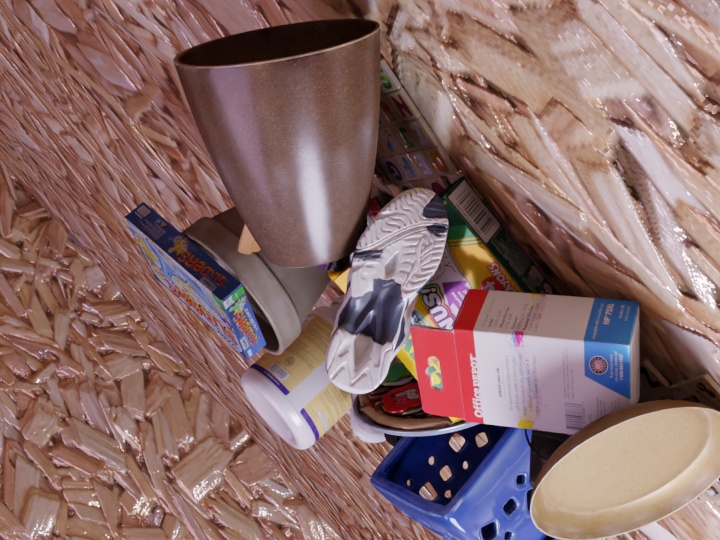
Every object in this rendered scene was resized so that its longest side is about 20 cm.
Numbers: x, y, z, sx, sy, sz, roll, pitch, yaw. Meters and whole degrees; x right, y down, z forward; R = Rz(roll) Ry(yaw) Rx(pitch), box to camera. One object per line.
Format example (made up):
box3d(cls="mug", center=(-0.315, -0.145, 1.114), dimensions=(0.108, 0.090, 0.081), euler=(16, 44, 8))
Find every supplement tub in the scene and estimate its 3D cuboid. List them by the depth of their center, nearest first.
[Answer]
box3d(cls="supplement tub", center=(-0.058, 0.144, 1.530), dimensions=(0.145, 0.200, 0.146), euler=(42, 160, 19))

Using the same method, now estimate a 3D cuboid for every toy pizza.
box3d(cls="toy pizza", center=(0.087, 0.132, 1.209), dimensions=(0.200, 0.199, 0.032), euler=(16, 123, 58))

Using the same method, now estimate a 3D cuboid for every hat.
box3d(cls="hat", center=(0.219, 0.198, 1.070), dimensions=(0.199, 0.081, 0.201), euler=(18, 176, 1))

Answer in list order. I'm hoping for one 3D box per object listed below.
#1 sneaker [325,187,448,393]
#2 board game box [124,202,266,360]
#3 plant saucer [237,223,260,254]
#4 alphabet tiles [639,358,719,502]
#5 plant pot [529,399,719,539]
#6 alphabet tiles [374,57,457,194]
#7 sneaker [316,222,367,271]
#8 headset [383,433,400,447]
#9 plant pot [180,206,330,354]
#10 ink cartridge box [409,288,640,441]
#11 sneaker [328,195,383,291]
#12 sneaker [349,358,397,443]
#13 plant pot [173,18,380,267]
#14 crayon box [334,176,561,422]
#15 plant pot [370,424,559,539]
box3d(cls="sneaker", center=(0.023, 0.019, 1.016), dimensions=(0.079, 0.200, 0.130), euler=(16, 179, -2))
box3d(cls="board game box", center=(-0.208, 0.013, 1.329), dimensions=(0.200, 0.034, 0.136), euler=(37, 158, 31))
box3d(cls="plant saucer", center=(-0.082, -0.108, 1.141), dimensions=(0.037, 0.201, 0.200), euler=(21, 161, -5))
box3d(cls="alphabet tiles", center=(0.317, 0.154, 1.015), dimensions=(0.167, 0.008, 0.200), euler=(48, 161, 4))
box3d(cls="plant pot", center=(0.243, 0.178, 0.954), dimensions=(0.201, 0.199, 0.028), euler=(70, 180, -47))
box3d(cls="alphabet tiles", center=(0.023, -0.147, 1.085), dimensions=(0.200, 0.006, 0.166), euler=(55, 160, -15))
box3d(cls="sneaker", center=(-0.033, -0.064, 1.152), dimensions=(0.087, 0.200, 0.076), euler=(21, 130, -4))
box3d(cls="headset", center=(0.087, 0.188, 1.428), dimensions=(0.094, 0.124, 0.200), euler=(32, 178, 34))
box3d(cls="plant pot", center=(-0.107, -0.021, 1.362), dimensions=(0.200, 0.173, 0.200), euler=(42, 160, 20))
box3d(cls="ink cartridge box", center=(0.154, 0.084, 0.976), dimensions=(0.199, 0.067, 0.117), euler=(5, 127, 21))
box3d(cls="sneaker", center=(0.000, 0.000, 1.259), dimensions=(0.078, 0.082, 0.201), euler=(-118, 13, -47))
box3d(cls="sneaker", center=(0.018, 0.127, 1.422), dimensions=(0.088, 0.081, 0.201), euler=(113, 149, -69))
box3d(cls="plant pot", center=(-0.060, -0.112, 0.970), dimensions=(0.187, 0.186, 0.201), euler=(22, 128, 52))
box3d(cls="crayon box", center=(0.099, 0.034, 1.063), dimensions=(0.200, 0.058, 0.172), euler=(50, 128, -4))
box3d(cls="plant pot", center=(0.163, 0.258, 1.276), dimensions=(0.180, 0.200, 0.200), euler=(49, 161, -20))
